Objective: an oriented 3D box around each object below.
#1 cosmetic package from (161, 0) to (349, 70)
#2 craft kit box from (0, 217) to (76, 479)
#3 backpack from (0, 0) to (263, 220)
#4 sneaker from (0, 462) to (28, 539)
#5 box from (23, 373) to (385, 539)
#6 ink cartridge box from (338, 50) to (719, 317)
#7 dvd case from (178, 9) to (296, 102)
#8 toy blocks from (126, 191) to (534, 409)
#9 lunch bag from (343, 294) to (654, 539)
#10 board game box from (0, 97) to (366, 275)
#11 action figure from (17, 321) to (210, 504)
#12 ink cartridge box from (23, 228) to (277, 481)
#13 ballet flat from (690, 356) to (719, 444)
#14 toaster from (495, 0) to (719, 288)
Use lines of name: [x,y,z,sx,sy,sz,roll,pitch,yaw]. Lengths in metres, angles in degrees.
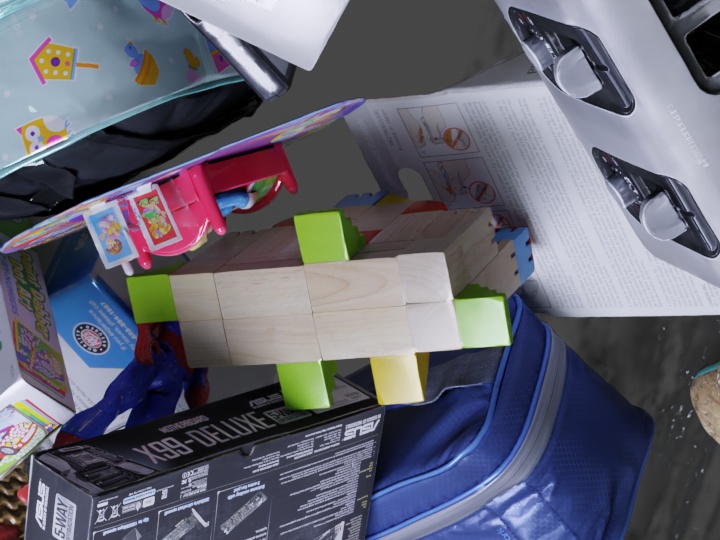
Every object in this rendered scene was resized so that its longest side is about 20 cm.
cosmetic package: [-0.036,-0.190,0.981,0.106,0.200,0.090,23,132,-10]
craft kit box: [-0.247,0.068,1.199,0.197,0.200,0.048,-40,128,13]
backpack: [-0.152,-0.104,1.074,0.175,0.200,0.154,-19,101,25]
sneaker: [-0.219,0.173,1.232,0.090,0.201,0.075,-31,156,32]
box: [-0.080,0.148,1.119,0.050,0.200,0.158,27,119,38]
ink cartridge box: [0.107,-0.047,1.179,0.199,0.050,0.161,0,131,36]
dvd case: [-0.090,-0.187,1.030,0.018,0.143,0.200,-30,117,27]
toy blocks: [0.000,0.000,1.153,0.199,0.137,0.100,-5,106,23]
lunch bag: [0.046,0.108,1.242,0.132,0.136,0.200,43,133,-20]
board game box: [-0.083,-0.031,1.126,0.199,0.158,0.039,-22,90,-18]
action figure: [-0.107,0.060,1.165,0.052,0.200,0.066,-13,124,35]
ink cartridge box: [-0.172,0.066,1.291,0.200,0.084,0.145,-26,119,29]
ballet flat: [0.256,0.114,1.265,0.065,0.071,0.200,-6,130,52]
toaster: [0.183,-0.113,1.011,0.200,0.119,0.181,-35,113,-3]
